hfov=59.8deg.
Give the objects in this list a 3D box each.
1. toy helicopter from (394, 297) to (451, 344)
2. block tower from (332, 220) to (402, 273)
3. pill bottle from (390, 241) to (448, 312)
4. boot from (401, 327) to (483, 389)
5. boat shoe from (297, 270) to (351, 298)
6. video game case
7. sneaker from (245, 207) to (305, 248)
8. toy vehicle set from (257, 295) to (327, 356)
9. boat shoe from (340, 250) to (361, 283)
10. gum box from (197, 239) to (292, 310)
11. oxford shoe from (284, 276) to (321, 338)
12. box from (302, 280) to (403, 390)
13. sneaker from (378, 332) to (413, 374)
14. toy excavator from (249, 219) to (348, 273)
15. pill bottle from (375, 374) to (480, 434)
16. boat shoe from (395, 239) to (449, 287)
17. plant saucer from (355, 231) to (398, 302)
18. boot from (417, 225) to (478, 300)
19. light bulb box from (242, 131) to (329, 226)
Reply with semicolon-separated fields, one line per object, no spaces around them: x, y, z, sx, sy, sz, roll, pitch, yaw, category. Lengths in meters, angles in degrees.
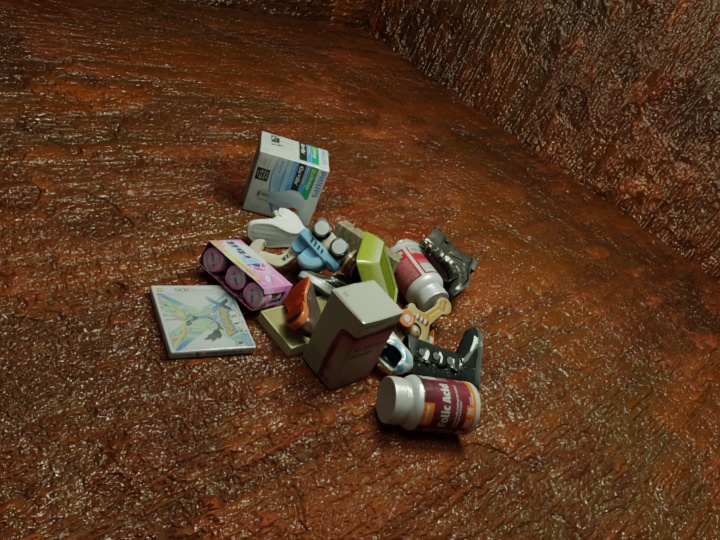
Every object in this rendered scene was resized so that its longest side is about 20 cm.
0.164;0.135;1.568;0.199;0.079;0.133;-31;87;-35;toy helicopter
0.019;-0.059;1.674;0.199;0.054;0.058;35;24;16;block tower
0.151;0.024;1.697;0.112;0.113;0.200;-1;41;-35;pill bottle
0.190;0.190;1.494;0.199;0.066;0.166;15;56;-13;boot
-0.058;0.042;1.552;0.199;0.071;0.064;28;73;-9;boat shoe
-0.337;0.103;1.332;0.181;0.022;0.200;1;40;-34;video game case
-0.233;-0.119;1.685;0.199;0.074;0.116;10;32;-41;sneaker
-0.123;0.124;1.445;0.199;0.027;0.124;-12;48;-44;toy vehicle set
0.000;0.000;1.595;0.070;0.071;0.200;38;0;10;boat shoe
-0.262;0.011;1.450;0.200;0.066;0.113;38;19;20;gum box
-0.126;0.086;1.429;0.073;0.071;0.200;45;22;-24;oxford shoe
-0.018;0.137;1.335;0.127;0.201;0.109;-12;48;-44;box
0.040;0.155;1.420;0.200;0.072;0.072;44;13;25;sneaker
-0.152;-0.044;1.563;0.200;0.100;0.195;-42;81;-11;toy excavator
0.141;0.281;1.319;0.199;0.115;0.115;10;35;-22;pill bottle
0.184;-0.016;1.831;0.200;0.060;0.076;37;59;14;boat shoe
0.049;0.022;1.542;0.048;0.201;0.200;-13;21;13;plant saucer
0.231;-0.023;1.754;0.174;0.069;0.200;38;43;-3;boot
-0.211;-0.256;1.770;0.199;0.199;0.125;14;36;-16;light bulb box
